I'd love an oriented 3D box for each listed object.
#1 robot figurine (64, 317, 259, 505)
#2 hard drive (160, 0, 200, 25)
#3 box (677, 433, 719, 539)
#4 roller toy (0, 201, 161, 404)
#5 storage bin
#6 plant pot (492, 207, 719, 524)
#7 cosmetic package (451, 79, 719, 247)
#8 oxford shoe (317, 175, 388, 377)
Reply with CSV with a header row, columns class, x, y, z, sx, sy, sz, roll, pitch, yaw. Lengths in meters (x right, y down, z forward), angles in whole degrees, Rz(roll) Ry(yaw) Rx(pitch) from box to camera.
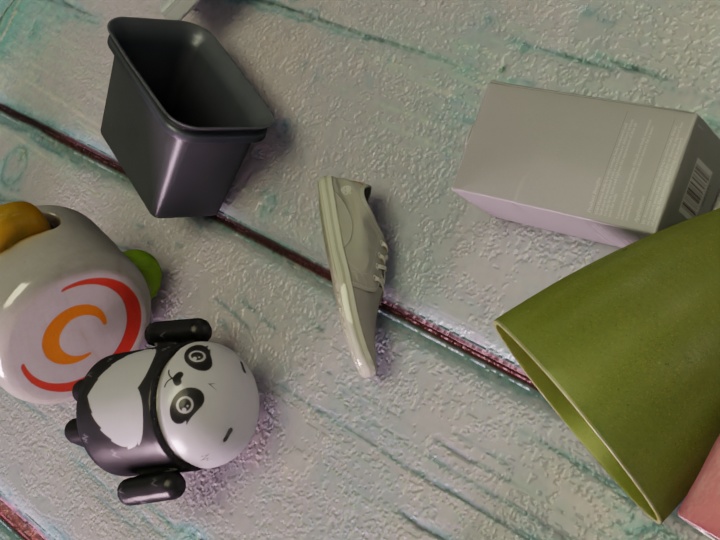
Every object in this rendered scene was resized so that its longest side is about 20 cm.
class,x,y,z,sx,sy,sz,roll,pitch,yaw
robot figurine,-0.193,0.134,1.147,0.199,0.125,0.151,-10,100,32
hard drive,-0.144,-0.368,1.316,0.200,0.027,0.132,-41,26,17
box,0.322,0.112,0.796,0.109,0.128,0.201,28,90,39
roller toy,-0.326,0.031,1.237,0.140,0.200,0.183,40,104,38
storage bin,-0.189,-0.155,1.254,0.200,0.145,0.135,54,133,34
plant pot,0.232,0.047,0.869,0.200,0.187,0.187,-39,55,-1
cosmetic package,0.187,-0.084,0.987,0.199,0.090,0.107,18,85,40
oxford shoe,0.000,0.000,1.103,0.057,0.075,0.201,-7,67,-6
